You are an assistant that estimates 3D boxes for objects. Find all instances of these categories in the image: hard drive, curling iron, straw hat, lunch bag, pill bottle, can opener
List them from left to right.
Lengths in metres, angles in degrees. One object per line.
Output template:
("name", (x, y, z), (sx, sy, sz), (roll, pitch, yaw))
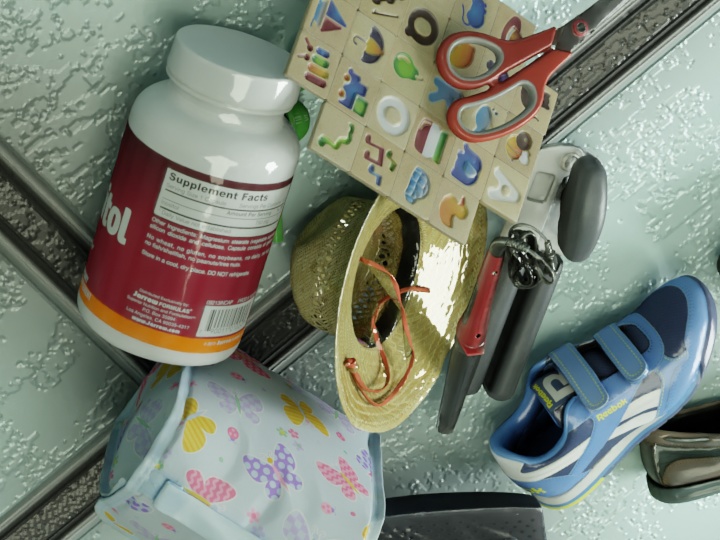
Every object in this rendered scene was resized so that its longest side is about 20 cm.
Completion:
("pill bottle", (-0.105, -0.050, 1.619), (0.113, 0.113, 0.201), (11, 113, -20))
("lunch bag", (-0.081, 0.143, 1.658), (0.169, 0.200, 0.127), (32, 104, -12))
("straw hat", (0.000, 0.000, 1.684), (0.201, 0.085, 0.202), (-36, 134, -48))
("hard drive", (0.038, 0.221, 1.816), (0.199, 0.042, 0.135), (-7, 119, 6))
("curling iron", (0.085, 0.046, 1.713), (0.049, 0.026, 0.200), (23, 131, 0))
("can opener", (0.117, 0.007, 1.734), (0.053, 0.067, 0.201), (11, 113, -20))

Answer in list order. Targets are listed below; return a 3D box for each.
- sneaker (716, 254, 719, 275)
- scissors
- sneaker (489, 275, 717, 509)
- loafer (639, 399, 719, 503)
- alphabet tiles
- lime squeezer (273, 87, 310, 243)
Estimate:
("sneaker", (0.365, -0.009, 1.783), (0.200, 0.084, 0.121), (-31, 116, 11))
("scissors", (0.136, -0.146, 1.652), (0.199, 0.014, 0.073), (-23, 91, -21))
("sneaker", (0.171, 0.081, 1.777), (0.082, 0.074, 0.200), (30, 105, -40))
("loafer", (0.299, 0.109, 1.839), (0.199, 0.072, 0.063), (-20, 114, -2))
("alphabet tiles", (0.042, -0.119, 1.621), (0.200, 0.006, 0.167), (31, 65, -29))
("lime squeezer", (-0.030, -0.111, 1.659), (0.071, 0.038, 0.200), (10, 117, -54))
